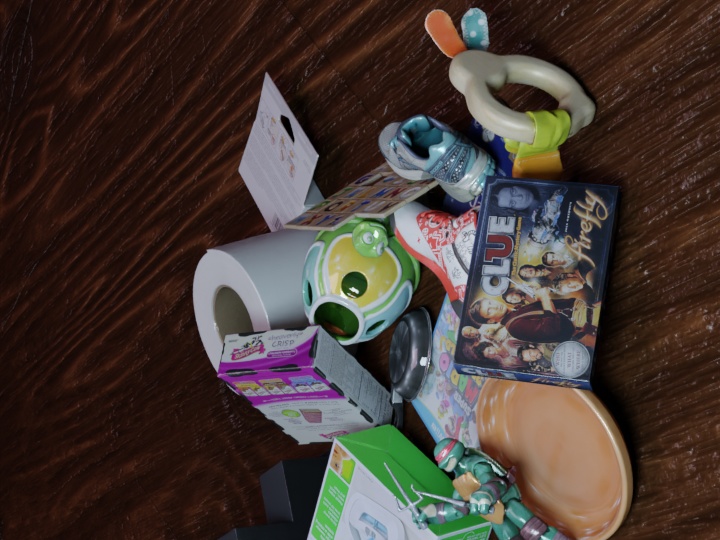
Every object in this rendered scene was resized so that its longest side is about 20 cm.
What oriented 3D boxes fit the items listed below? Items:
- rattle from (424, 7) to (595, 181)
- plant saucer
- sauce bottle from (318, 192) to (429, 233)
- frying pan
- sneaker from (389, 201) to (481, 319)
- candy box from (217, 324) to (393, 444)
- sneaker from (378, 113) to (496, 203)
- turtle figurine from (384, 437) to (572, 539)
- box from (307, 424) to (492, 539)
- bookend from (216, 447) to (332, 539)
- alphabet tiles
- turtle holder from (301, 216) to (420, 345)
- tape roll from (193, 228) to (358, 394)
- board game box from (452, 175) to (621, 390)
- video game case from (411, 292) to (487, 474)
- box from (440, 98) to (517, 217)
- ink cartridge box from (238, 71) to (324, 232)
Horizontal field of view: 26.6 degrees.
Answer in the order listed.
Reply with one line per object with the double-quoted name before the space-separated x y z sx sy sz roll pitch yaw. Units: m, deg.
"rattle" 0.141 -0.167 1.589 0.200 0.130 0.143 34 154 26
"plant saucer" 0.200 0.180 1.535 0.200 0.037 0.201 29 131 39
"sauce bottle" 0.018 -0.069 1.881 0.200 0.065 0.065 -13 80 59
"frying pan" 0.048 0.127 1.850 0.115 0.031 0.190 -99 24 -47
"sneaker" 0.108 -0.041 1.655 0.202 0.067 0.108 56 137 39
"candy box" -0.063 0.142 1.851 0.136 0.200 0.061 -7 56 28
"sneaker" 0.071 -0.145 1.678 0.078 0.086 0.200 -53 32 -6
"turtle figurine" 0.123 0.237 1.549 0.200 0.101 0.150 42 159 3
"box" 0.042 0.313 1.789 0.200 0.097 0.177 41 125 40
"bookend" -0.106 0.338 1.976 0.092 0.200 0.199 -40 57 54
"alphabet tiles" 0.018 -0.090 1.787 0.200 0.167 0.008 5 124 62
"turtle holder" 0.006 0.008 1.803 0.185 0.141 0.132 -29 25 45
"tape roll" -0.111 0.054 1.997 0.203 0.139 0.203 30 128 48
"board game box" 0.173 0.010 1.486 0.035 0.135 0.201 54 -136 -66
"video game case" 0.117 0.120 1.743 0.143 0.018 0.200 57 141 43
"box" 0.141 -0.075 1.692 0.121 0.032 0.200 54 137 45
"ink cartridge box" -0.099 -0.147 2.106 0.200 0.045 0.176 60 141 41
